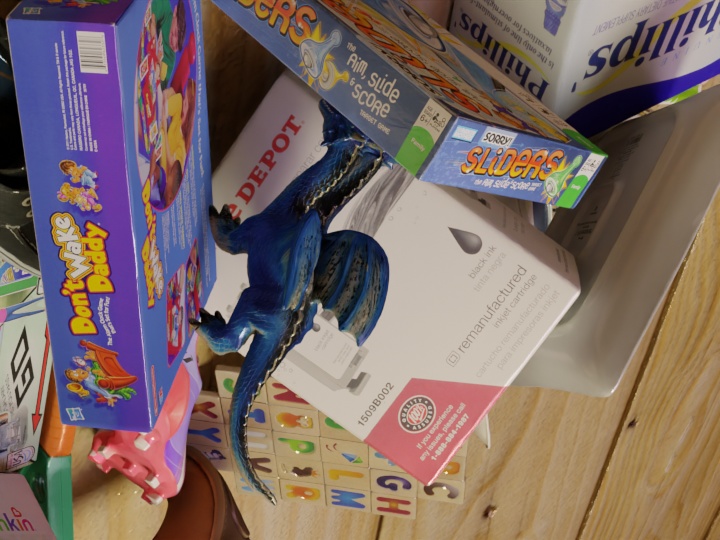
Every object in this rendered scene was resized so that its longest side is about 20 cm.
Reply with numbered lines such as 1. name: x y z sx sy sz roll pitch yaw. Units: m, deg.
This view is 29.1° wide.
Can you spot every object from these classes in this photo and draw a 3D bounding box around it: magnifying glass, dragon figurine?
1. magnifying glass: -0.191 0.125 0.844 0.022 0.080 0.200 -2 119 -39
2. dragon figurine: -0.027 0.005 0.671 0.059 0.200 0.099 26 149 -37

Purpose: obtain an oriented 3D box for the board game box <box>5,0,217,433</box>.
1. board game box: -0.106 -0.046 0.638 0.135 0.045 0.200 -75 168 -57

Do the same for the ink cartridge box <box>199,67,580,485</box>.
1. ink cartridge box: 0.000 0.000 0.779 0.147 0.200 0.083 -54 -176 14

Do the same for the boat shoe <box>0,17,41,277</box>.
1. boat shoe: -0.162 -0.055 0.639 0.069 0.057 0.200 -45 141 -16

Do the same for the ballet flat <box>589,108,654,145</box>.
1. ballet flat: 0.178 -0.100 0.988 0.069 0.069 0.200 -55 162 16

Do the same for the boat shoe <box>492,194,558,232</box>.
1. boat shoe: 0.105 -0.037 0.996 0.062 0.075 0.200 -51 143 -36

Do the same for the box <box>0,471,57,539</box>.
1. box: -0.243 0.238 0.770 0.200 0.177 0.097 -41 156 14

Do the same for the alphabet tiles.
1. alphabet tiles: -0.026 0.121 0.950 0.166 0.200 0.006 89 10 -52

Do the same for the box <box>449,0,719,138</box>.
1. box: 0.161 -0.198 0.841 0.184 0.105 0.200 -26 145 -28

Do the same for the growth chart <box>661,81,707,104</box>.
1. growth chart: 0.259 -0.204 1.039 0.145 0.018 0.200 -13 136 -41

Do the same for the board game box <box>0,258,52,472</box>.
1. board game box: -0.228 0.049 0.741 0.135 0.029 0.200 -19 141 -38

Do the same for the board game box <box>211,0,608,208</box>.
1. board game box: 0.011 -0.105 0.678 0.135 0.200 0.034 4 123 -53

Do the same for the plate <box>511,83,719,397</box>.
1. plate: 0.147 -0.022 0.830 0.200 0.032 0.200 -61 -172 -7

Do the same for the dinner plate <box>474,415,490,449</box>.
1. dinner plate: 0.060 0.020 0.922 0.024 0.200 0.200 -11 146 2

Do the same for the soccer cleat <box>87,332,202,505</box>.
1. soccer cleat: -0.125 0.087 0.852 0.076 0.067 0.200 -54 171 -23

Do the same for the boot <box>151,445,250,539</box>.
1. boot: -0.140 0.208 0.901 0.155 0.200 0.077 -27 132 -10
